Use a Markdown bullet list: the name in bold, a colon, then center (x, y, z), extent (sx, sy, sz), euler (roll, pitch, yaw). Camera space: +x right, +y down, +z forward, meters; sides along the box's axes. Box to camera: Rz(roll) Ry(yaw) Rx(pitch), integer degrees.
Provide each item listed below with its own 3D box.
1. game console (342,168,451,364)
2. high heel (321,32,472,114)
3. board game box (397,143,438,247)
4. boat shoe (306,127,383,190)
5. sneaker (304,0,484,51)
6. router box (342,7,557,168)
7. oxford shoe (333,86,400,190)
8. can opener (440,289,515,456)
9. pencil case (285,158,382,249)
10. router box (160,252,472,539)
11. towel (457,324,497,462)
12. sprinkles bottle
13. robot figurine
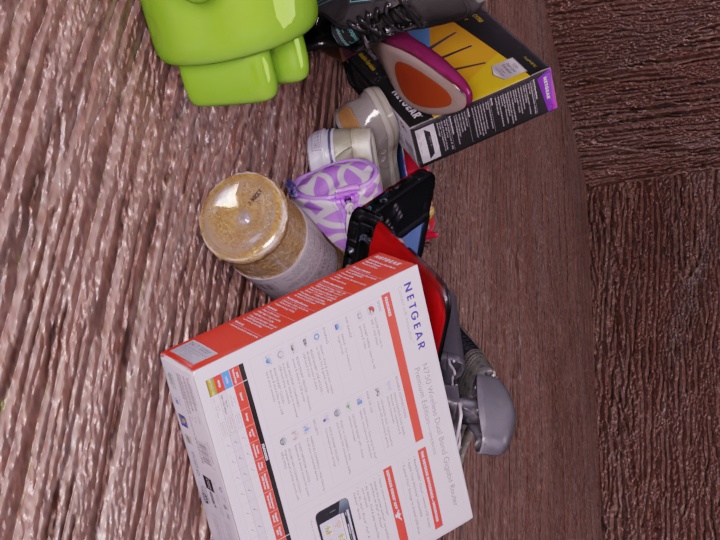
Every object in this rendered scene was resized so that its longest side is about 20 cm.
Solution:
- **game console**: center (0.041, 0.049, 1.128), extent (0.172, 0.118, 0.202), euler (-36, 143, -52)
- **high heel**: center (0.052, -0.212, 1.343), extent (0.096, 0.199, 0.068), euler (-36, 141, -25)
- **board game box**: center (0.056, -0.082, 1.498), extent (0.200, 0.039, 0.160), euler (139, -57, -84)
- **boat shoe**: center (0.003, -0.045, 1.348), extent (0.072, 0.061, 0.201), euler (-81, 159, -48)
- **sneaker**: center (0.023, -0.226, 1.275), extent (0.076, 0.199, 0.080), euler (51, 57, -35)
- **router box**: center (0.081, -0.190, 1.412), extent (0.200, 0.148, 0.051), euler (-125, -165, -52)
- **oxford shoe**: center (0.004, -0.109, 1.412), extent (0.076, 0.057, 0.200), euler (59, -10, 23)
- **can opener**: center (0.079, 0.083, 1.131), extent (0.201, 0.066, 0.054), euler (-91, -170, -60)
- **pencil case**: center (0.000, 0.000, 1.268), extent (0.085, 0.083, 0.202), euler (37, -32, 59)
- **router box**: center (-0.024, 0.115, 0.974), extent (0.178, 0.049, 0.202), euler (-24, 113, -28)
- **towel**: center (0.062, 0.150, 1.251), extent (0.193, 0.034, 0.202), euler (-127, -123, -74)
- **sprinkles bottle**: center (-0.055, -0.011, 1.096), extent (0.200, 0.068, 0.069), euler (45, 40, -67)
- **robot figurine**: center (-0.095, -0.212, 0.950), extent (0.175, 0.115, 0.202), euler (-39, 122, -50)
